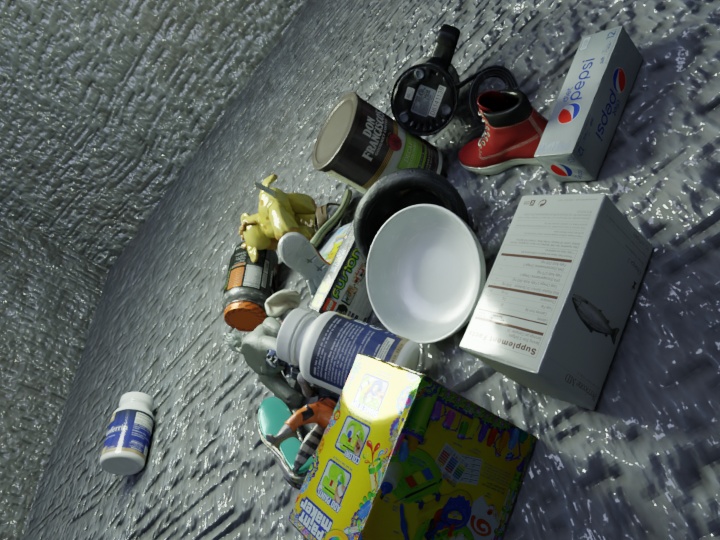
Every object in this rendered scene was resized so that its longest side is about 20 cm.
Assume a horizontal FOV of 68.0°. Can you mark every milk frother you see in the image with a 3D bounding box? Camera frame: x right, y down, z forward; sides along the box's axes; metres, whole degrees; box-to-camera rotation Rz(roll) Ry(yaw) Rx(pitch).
[{"bbox_3d":[0.173,-0.322,0.973,0.181,0.199,0.189,-50,7,28],"label":"milk frother"}]

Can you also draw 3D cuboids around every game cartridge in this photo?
[{"bbox_3d":[-0.034,-0.039,1.073,0.134,0.041,0.199,-53,23,-24],"label":"game cartridge"}]

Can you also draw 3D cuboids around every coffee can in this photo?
[{"bbox_3d":[0.031,-0.209,0.981,0.146,0.198,0.148,-40,38,40],"label":"coffee can"}]

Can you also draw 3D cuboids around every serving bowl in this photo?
[{"bbox_3d":[0.104,0.006,0.801,0.198,0.065,0.204,-3,86,38],"label":"serving bowl"}]

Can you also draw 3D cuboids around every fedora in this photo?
[{"bbox_3d":[0.089,-0.079,0.887,0.200,0.201,0.092,-38,3,30],"label":"fedora"}]

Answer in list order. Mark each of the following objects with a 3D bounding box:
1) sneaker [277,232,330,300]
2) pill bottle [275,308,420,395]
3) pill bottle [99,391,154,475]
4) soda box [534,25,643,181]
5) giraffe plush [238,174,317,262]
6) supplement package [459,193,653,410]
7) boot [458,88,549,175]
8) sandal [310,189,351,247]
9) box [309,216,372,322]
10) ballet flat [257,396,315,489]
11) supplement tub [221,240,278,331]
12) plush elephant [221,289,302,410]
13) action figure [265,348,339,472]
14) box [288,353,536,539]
[{"bbox_3d":[-0.078,0.004,0.999,0.076,0.201,0.082,-32,18,3],"label":"sneaker"},{"bbox_3d":[-0.021,0.126,0.785,0.197,0.111,0.113,18,75,19],"label":"pill bottle"},{"bbox_3d":[-0.641,0.449,1.482,0.115,0.115,0.202,-40,36,28],"label":"pill bottle"},{"bbox_3d":[0.314,-0.225,0.733,0.063,0.068,0.203,10,72,55],"label":"soda box"},{"bbox_3d":[-0.208,-0.102,1.249,0.162,0.199,0.174,-40,28,31],"label":"giraffe plush"},{"bbox_3d":[0.221,0.030,0.603,0.117,0.116,0.202,10,73,57],"label":"supplement package"},{"bbox_3d":[0.198,-0.217,0.821,0.199,0.143,0.073,4,68,57],"label":"boot"},{"bbox_3d":[-0.083,-0.107,1.163,0.202,0.057,0.080,-52,1,-19],"label":"sandal"},{"bbox_3d":[0.000,0.000,0.950,0.035,0.110,0.202,19,79,51],"label":"box"},{"bbox_3d":[-0.127,0.302,0.917,0.073,0.072,0.200,-55,38,5],"label":"ballet flat"},{"bbox_3d":[-0.266,0.038,1.288,0.122,0.122,0.202,-34,40,35],"label":"supplement tub"},{"bbox_3d":[-0.145,0.136,1.029,0.198,0.167,0.154,25,42,28],"label":"plush elephant"},{"bbox_3d":[-0.077,0.209,0.855,0.106,0.197,0.194,97,-161,-46],"label":"action figure"},{"bbox_3d":[0.062,0.227,0.585,0.121,0.199,0.195,6,67,56],"label":"box"}]
